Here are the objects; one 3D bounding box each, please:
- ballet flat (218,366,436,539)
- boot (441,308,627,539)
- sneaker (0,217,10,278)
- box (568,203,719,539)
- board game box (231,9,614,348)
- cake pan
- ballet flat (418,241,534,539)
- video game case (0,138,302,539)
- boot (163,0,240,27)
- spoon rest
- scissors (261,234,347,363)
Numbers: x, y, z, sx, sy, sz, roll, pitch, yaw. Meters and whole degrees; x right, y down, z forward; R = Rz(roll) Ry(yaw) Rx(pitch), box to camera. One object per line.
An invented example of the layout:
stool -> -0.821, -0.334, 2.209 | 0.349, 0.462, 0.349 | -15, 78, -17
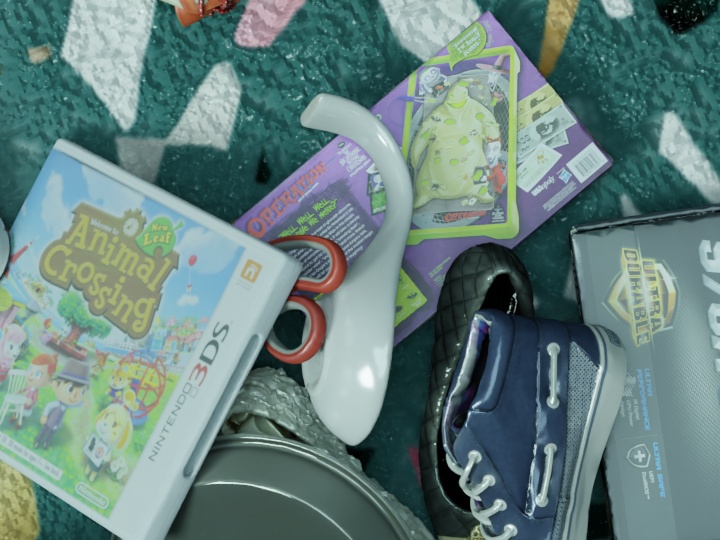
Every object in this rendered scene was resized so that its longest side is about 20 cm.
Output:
ballet flat -> -0.018, 0.145, 1.445 | 0.072, 0.072, 0.200 | -42, 85, 0
boot -> 0.080, 0.122, 1.398 | 0.090, 0.073, 0.201 | 12, 91, -25
sneaker -> -0.284, -0.069, 1.456 | 0.075, 0.087, 0.200 | -45, 78, 8
box -> 0.211, 0.063, 1.447 | 0.158, 0.046, 0.202 | -7, 86, 3
board game box -> 0.037, -0.044, 1.471 | 0.200, 0.032, 0.120 | -39, 89, 0
cake pan -> -0.057, 0.192, 1.418 | 0.199, 0.037, 0.202 | 6, 111, 15
ballet flat -> 0.068, 0.084, 1.439 | 0.066, 0.057, 0.202 | -1, 101, -3
video game case -> -0.147, 0.039, 1.430 | 0.199, 0.022, 0.183 | 27, 89, 37
boot -> -0.061, -0.186, 1.466 | 0.199, 0.075, 0.108 | 18, 91, 12
spoon rest -> 0.000, 0.000, 1.420 | 0.060, 0.099, 0.201 | 3, 73, -17
scissors -> -0.086, 0.017, 1.433 | 0.199, 0.014, 0.074 | -1, 78, 42
